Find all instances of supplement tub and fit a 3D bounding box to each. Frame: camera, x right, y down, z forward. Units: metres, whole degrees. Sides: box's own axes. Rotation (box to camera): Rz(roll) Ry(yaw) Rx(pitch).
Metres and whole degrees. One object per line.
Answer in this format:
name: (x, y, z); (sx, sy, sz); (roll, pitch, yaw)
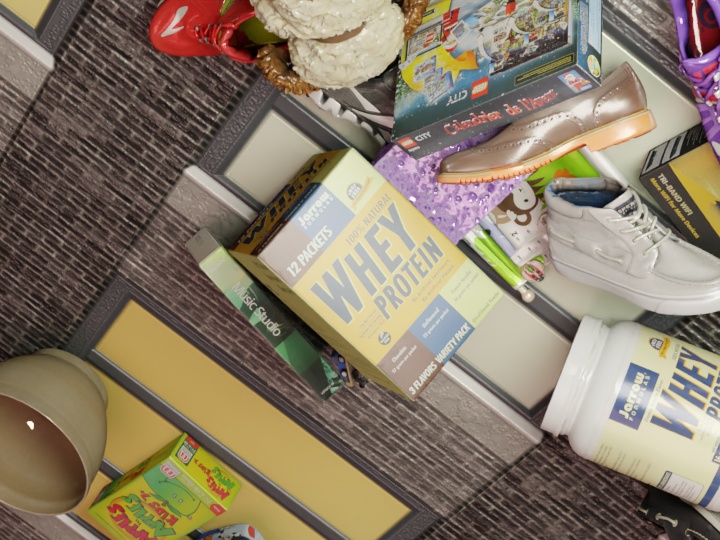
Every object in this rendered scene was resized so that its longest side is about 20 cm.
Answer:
supplement tub: (0.291, 0.136, 1.504); (0.199, 0.145, 0.146); (22, 132, 8)

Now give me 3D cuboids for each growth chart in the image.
growth chart: (0.169, -0.068, 1.489); (0.144, 0.018, 0.200); (39, 131, -6)

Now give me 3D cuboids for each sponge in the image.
sponge: (0.117, -0.127, 1.406); (0.112, 0.030, 0.200); (43, 108, -13)

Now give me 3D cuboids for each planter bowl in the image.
planter bowl: (-0.391, 0.182, 1.874); (0.199, 0.135, 0.201); (13, 130, 16)

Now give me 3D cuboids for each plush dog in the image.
plush dog: (-0.022, -0.234, 1.332); (0.199, 0.161, 0.172); (-22, 135, 5)

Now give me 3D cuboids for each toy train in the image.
toy train: (-0.023, 0.047, 1.660); (0.046, 0.034, 0.201); (5, 127, 26)

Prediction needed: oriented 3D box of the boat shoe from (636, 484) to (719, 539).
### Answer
boat shoe: (0.339, 0.263, 1.556); (0.074, 0.200, 0.061); (34, 92, -21)

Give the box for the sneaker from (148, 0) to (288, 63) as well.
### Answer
sneaker: (-0.123, -0.232, 1.451); (0.199, 0.085, 0.077); (-2, 124, 26)

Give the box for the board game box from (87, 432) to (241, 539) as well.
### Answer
board game box: (-0.252, 0.292, 1.954); (0.102, 0.048, 0.200); (44, 131, -12)

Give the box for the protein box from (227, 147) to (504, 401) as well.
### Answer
protein box: (0.000, 0.000, 1.481); (0.200, 0.135, 0.198); (43, 173, -11)

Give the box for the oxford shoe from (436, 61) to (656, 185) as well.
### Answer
oxford shoe: (0.157, -0.127, 1.360); (0.199, 0.071, 0.073); (-18, 94, 4)

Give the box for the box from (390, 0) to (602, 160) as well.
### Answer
box: (0.117, -0.191, 1.330); (0.199, 0.137, 0.038); (-19, 143, 38)

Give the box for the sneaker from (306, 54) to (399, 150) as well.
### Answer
sneaker: (0.043, -0.155, 1.445); (0.199, 0.067, 0.091); (33, 135, 1)

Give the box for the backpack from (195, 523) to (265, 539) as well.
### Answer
backpack: (-0.186, 0.423, 1.958); (0.189, 0.154, 0.201); (-18, 111, 26)

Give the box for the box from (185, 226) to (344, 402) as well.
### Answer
box: (-0.104, 0.044, 1.635); (0.036, 0.144, 0.200); (-43, 106, -2)

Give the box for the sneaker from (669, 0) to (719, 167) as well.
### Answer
sneaker: (0.297, -0.153, 1.272); (0.080, 0.083, 0.201); (-21, 90, 40)

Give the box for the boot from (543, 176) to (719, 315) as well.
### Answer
boot: (0.250, -0.027, 1.393); (0.199, 0.074, 0.096); (15, 135, 38)

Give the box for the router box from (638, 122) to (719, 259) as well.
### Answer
router box: (0.373, -0.055, 1.376); (0.157, 0.052, 0.200); (-30, 109, 39)
